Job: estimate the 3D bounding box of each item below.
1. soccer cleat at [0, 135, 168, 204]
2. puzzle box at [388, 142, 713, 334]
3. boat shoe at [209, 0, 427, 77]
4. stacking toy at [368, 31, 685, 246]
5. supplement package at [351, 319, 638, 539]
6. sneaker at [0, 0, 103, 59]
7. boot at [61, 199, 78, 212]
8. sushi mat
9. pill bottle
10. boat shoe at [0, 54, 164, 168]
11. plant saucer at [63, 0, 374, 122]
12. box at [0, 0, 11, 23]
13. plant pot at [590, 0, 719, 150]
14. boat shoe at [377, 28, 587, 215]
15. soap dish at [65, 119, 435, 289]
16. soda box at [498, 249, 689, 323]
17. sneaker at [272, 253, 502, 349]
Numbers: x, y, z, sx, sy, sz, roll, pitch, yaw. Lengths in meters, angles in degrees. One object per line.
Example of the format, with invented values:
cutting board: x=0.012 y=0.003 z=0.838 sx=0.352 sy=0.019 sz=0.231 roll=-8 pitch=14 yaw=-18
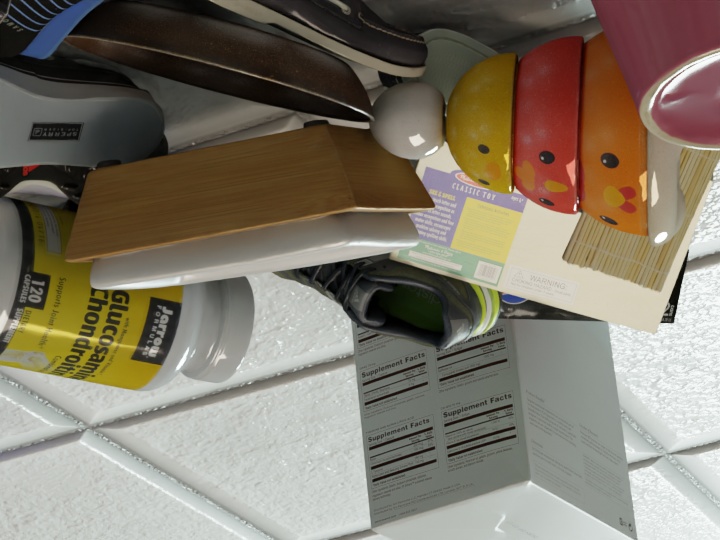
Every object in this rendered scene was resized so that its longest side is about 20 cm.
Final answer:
soccer cleat: x=-0.222 y=-0.081 z=1.722 sx=0.199 sy=0.073 sz=0.069 roll=-8 pitch=121 yaw=-35
puzzle box: x=0.130 y=-0.041 z=1.782 sx=0.199 sy=0.025 sz=0.134 roll=16 pitch=123 yaw=-2
boat shoe: x=-0.028 y=-0.170 z=1.559 sx=0.199 sy=0.063 sz=0.073 roll=19 pitch=-173 yaw=-38
stacking toy: x=0.104 y=-0.089 z=1.612 sx=0.198 sy=0.147 sz=0.146 roll=0 pitch=156 yaw=8
supplement package: x=0.104 y=0.116 z=2.036 sx=0.146 sy=0.201 sz=0.191 roll=-19 pitch=152 yaw=26
sneaker: x=-0.193 y=-0.180 z=1.498 sx=0.077 sy=0.071 sz=0.200 roll=2 pitch=154 yaw=-27
boot: x=-0.173 y=0.013 z=1.903 sx=0.199 sy=0.073 sz=0.166 roll=16 pitch=149 yaw=-33
sushi mat: x=0.206 y=-0.086 z=1.702 sx=0.095 sy=0.012 sz=0.201 roll=14 pitch=105 yaw=-35
pill bottle: x=-0.177 y=0.021 z=1.775 sx=0.199 sy=0.113 sz=0.112 roll=12 pitch=149 yaw=-30
boat shoe: x=-0.221 y=-0.112 z=1.636 sx=0.198 sy=0.068 sz=0.074 roll=-2 pitch=125 yaw=-32
plant saucer: x=-0.084 y=-0.130 z=1.586 sx=0.199 sy=0.032 sz=0.200 roll=15 pitch=178 yaw=1
box: x=-0.316 y=-0.160 z=1.477 sx=0.199 sy=0.036 sz=0.143 roll=25 pitch=139 yaw=-21
plant pot: x=0.209 y=-0.177 z=1.471 sx=0.198 sy=0.180 sz=0.200 roll=-6 pitch=154 yaw=-3
boat shoe: x=0.100 y=-0.098 z=1.703 sx=0.200 sy=0.076 sz=0.060 roll=35 pitch=167 yaw=-22
soap dish: x=-0.070 y=-0.041 z=1.646 sx=0.199 sy=0.082 sz=0.157 roll=-10 pitch=177 yaw=20
soda box: x=0.138 y=-0.004 z=1.922 sx=0.198 sy=0.071 sz=0.064 roll=2 pitch=113 yaw=-18
sneaker: x=0.000 y=0.000 z=1.836 sx=0.199 sy=0.074 sz=0.081 roll=19 pitch=-159 yaw=13
